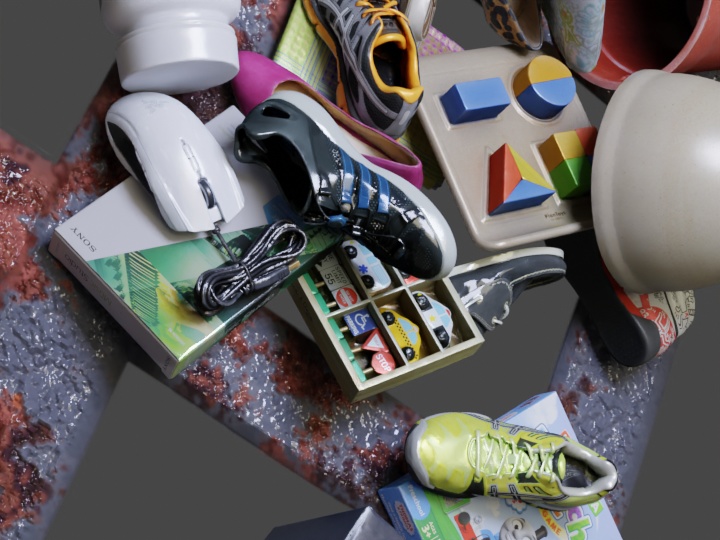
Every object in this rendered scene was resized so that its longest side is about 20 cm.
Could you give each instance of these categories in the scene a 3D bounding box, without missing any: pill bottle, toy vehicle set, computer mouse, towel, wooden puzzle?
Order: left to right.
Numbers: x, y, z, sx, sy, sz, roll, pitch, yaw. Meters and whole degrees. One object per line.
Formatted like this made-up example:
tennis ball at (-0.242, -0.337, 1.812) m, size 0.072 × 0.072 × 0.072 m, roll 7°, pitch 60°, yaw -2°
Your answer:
pill bottle at (-0.156, -0.249, 1.366) m, size 0.113 × 0.114 × 0.202 m, roll -3°, pitch 79°, yaw -34°
computer mouse at (-0.129, -0.066, 1.318) m, size 0.109 × 0.044 × 0.201 m, roll -28°, pitch 72°, yaw -29°
toy vehicle set at (0.000, 0.000, 1.408) m, size 0.123 × 0.027 × 0.201 m, roll -20°, pitch 70°, yaw -27°
towel at (0.015, -0.173, 1.519) m, size 0.199 × 0.023 × 0.145 m, roll 31°, pitch 63°, yaw -23°
wooden puzzle at (0.144, -0.122, 1.516) m, size 0.184 × 0.046 × 0.201 m, roll -13°, pitch 68°, yaw -35°
towel at (0.178, -0.306, 1.549) m, size 0.048 × 0.172 × 0.201 m, roll -16°, pitch 57°, yaw -2°

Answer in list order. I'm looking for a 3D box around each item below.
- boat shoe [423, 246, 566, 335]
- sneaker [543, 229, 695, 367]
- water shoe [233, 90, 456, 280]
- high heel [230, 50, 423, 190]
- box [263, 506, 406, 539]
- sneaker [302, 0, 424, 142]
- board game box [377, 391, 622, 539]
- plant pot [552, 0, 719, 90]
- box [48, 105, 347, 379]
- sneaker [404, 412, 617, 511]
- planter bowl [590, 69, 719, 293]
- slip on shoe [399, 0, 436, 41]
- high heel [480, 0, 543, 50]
boat shoe at (0.097, 0.028, 1.488) m, size 0.199 × 0.072 × 0.068 m, roll -16°, pitch 78°, yaw -27°
sneaker at (0.242, -0.017, 1.608) m, size 0.108 × 0.067 × 0.203 m, roll -25°, pitch 88°, yaw -45°
water shoe at (-0.017, -0.051, 1.332) m, size 0.200 × 0.072 × 0.079 m, roll 41°, pitch 48°, yaw 7°
high heel at (-0.029, -0.123, 1.394) m, size 0.067 × 0.096 × 0.200 m, roll -32°, pitch 76°, yaw -31°
box at (0.012, 0.288, 1.316) m, size 0.200 × 0.148 × 0.105 m, roll 44°, pitch 58°, yaw -17°
sneaker at (0.010, -0.205, 1.458) m, size 0.078 × 0.077 × 0.202 m, roll -8°, pitch 73°, yaw -32°
board game box at (0.125, 0.214, 1.481) m, size 0.199 × 0.036 × 0.152 m, roll -26°, pitch 92°, yaw -37°
plant pot at (0.317, -0.273, 1.656) m, size 0.194 × 0.200 × 0.203 m, roll -4°, pitch 80°, yaw -42°
box at (-0.123, -0.026, 1.343) m, size 0.144 × 0.036 × 0.200 m, roll 44°, pitch 58°, yaw 10°
sneaker at (0.127, 0.155, 1.430) m, size 0.198 × 0.076 × 0.076 m, roll 10°, pitch 72°, yaw -30°
planter bowl at (0.309, -0.075, 1.505) m, size 0.199 × 0.134 × 0.202 m, roll -9°, pitch 101°, yaw -53°
slip on shoe at (0.043, -0.292, 1.533) m, size 0.060 × 0.076 × 0.202 m, roll 6°, pitch 65°, yaw 2°
high heel at (0.137, -0.289, 1.504) m, size 0.071 × 0.200 × 0.143 m, roll -27°, pitch 73°, yaw -16°
